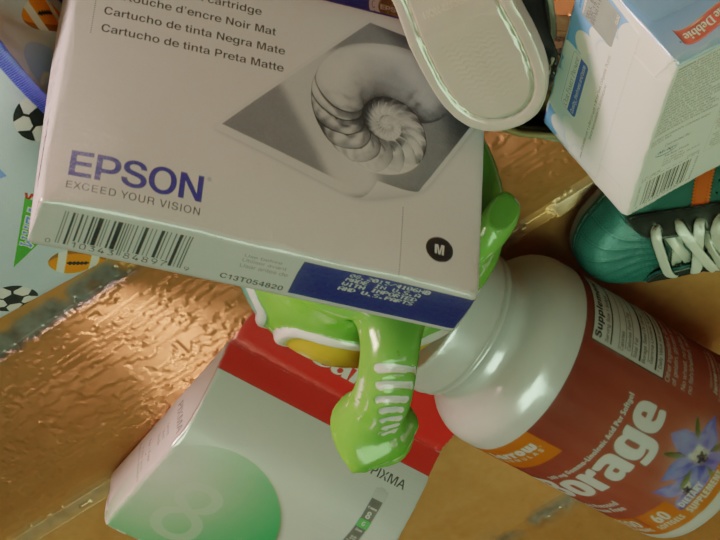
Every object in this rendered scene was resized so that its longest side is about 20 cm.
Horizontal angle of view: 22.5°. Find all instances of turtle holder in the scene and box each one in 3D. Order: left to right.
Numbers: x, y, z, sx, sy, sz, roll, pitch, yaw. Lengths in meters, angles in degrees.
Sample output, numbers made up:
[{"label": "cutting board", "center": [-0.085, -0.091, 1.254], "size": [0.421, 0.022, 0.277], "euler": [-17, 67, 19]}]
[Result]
[{"label": "turtle holder", "center": [0.007, -0.007, 0.901], "size": [0.141, 0.186, 0.132], "euler": [-27, 160, -28]}]

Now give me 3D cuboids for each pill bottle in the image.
[{"label": "pill bottle", "center": [0.113, 0.062, 0.999], "size": [0.199, 0.112, 0.112], "euler": [28, 120, -24]}]

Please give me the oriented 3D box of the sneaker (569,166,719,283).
[{"label": "sneaker", "center": [0.210, -0.030, 0.957], "size": [0.199, 0.080, 0.072], "euler": [-19, 128, 10]}]

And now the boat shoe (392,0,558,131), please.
[{"label": "boat shoe", "center": [0.036, -0.159, 0.782], "size": [0.074, 0.060, 0.201], "euler": [-17, 115, 25]}]

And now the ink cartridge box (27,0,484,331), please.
[{"label": "ink cartridge box", "center": [-0.039, -0.084, 0.820], "size": [0.199, 0.201, 0.041], "euler": [12, 146, -15]}]

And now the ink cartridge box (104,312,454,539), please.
[{"label": "ink cartridge box", "center": [-0.030, 0.107, 1.061], "size": [0.161, 0.050, 0.200], "euler": [29, 121, -24]}]

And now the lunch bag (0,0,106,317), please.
[{"label": "lunch bag", "center": [-0.212, -0.079, 0.857], "size": [0.170, 0.124, 0.200], "euler": [-30, 132, 18]}]

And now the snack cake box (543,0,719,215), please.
[{"label": "snack cake box", "center": [0.188, -0.120, 0.823], "size": [0.199, 0.067, 0.115], "euler": [-28, 153, -20]}]

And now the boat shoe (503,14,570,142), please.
[{"label": "boat shoe", "center": [0.155, -0.089, 0.919], "size": [0.199, 0.063, 0.074], "euler": [-2, 127, -5]}]
